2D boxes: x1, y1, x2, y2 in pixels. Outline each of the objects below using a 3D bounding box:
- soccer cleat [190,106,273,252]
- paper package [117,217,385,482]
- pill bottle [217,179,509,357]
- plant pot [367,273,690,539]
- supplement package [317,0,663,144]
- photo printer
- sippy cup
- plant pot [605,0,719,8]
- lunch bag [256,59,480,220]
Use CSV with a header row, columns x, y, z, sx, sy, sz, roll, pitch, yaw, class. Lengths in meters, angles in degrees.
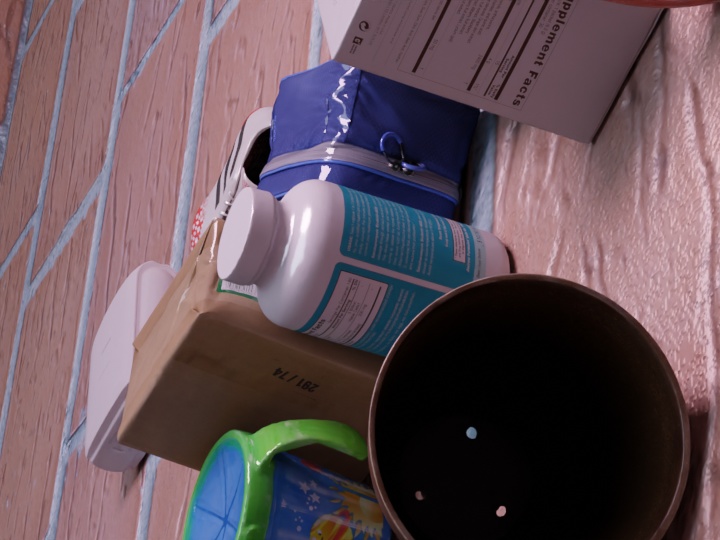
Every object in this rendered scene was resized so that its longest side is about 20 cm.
x,y,z,sx,sy,sz,roll,pitch,yaw,class
-0.120,-0.071,2.136,0.201,0.068,0.085,-67,15,6,soccer cleat
-0.065,0.079,1.643,0.191,0.199,0.104,-54,22,42,paper package
0.000,0.000,1.530,0.111,0.199,0.111,-163,90,-71,pill bottle
0.082,0.116,1.281,0.200,0.186,0.188,121,161,-74,plant pot
0.085,-0.191,1.448,0.121,0.199,0.120,-104,35,-55,supplement package
-0.253,0.100,2.360,0.201,0.069,0.167,-92,27,-43,photo printer
-0.052,0.201,1.593,0.178,0.130,0.140,140,140,-57,sippy cup
0.186,-0.301,1.304,0.201,0.200,0.196,-37,32,60,plant pot
0.004,-0.083,1.689,0.200,0.135,0.133,171,113,-68,lunch bag
